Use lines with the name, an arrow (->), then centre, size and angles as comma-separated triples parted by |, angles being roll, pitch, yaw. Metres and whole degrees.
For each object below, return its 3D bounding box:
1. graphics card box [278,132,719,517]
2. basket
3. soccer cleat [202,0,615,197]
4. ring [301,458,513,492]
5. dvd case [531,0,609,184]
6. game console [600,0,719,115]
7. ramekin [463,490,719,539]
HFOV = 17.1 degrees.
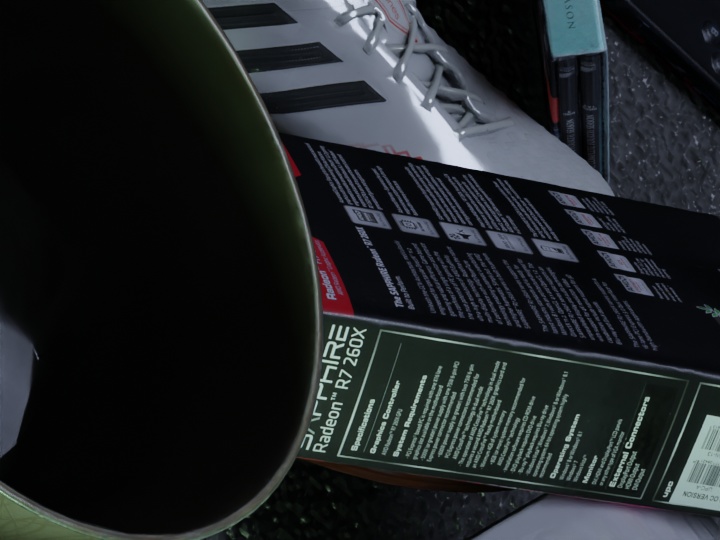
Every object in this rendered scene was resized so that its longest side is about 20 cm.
graphics card box -> 0.053, 0.016, 0.709 | 0.199, 0.126, 0.051 | 8, 114, -21
basket -> -0.128, 0.008, 0.634 | 0.136, 0.200, 0.181 | -30, 92, -41
soccer cleat -> -0.002, -0.071, 0.787 | 0.200, 0.085, 0.069 | 27, 30, 7
ring -> 0.000, 0.000, 0.781 | 0.200, 0.019, 0.201 | 17, 30, -10
dvd case -> 0.070, -0.107, 0.855 | 0.022, 0.200, 0.146 | -7, 72, 3
game console -> 0.214, -0.157, 1.015 | 0.172, 0.119, 0.200 | 39, 54, -22
ramekin -> 0.039, 0.138, 0.730 | 0.200, 0.200, 0.105 | -24, 81, -41
